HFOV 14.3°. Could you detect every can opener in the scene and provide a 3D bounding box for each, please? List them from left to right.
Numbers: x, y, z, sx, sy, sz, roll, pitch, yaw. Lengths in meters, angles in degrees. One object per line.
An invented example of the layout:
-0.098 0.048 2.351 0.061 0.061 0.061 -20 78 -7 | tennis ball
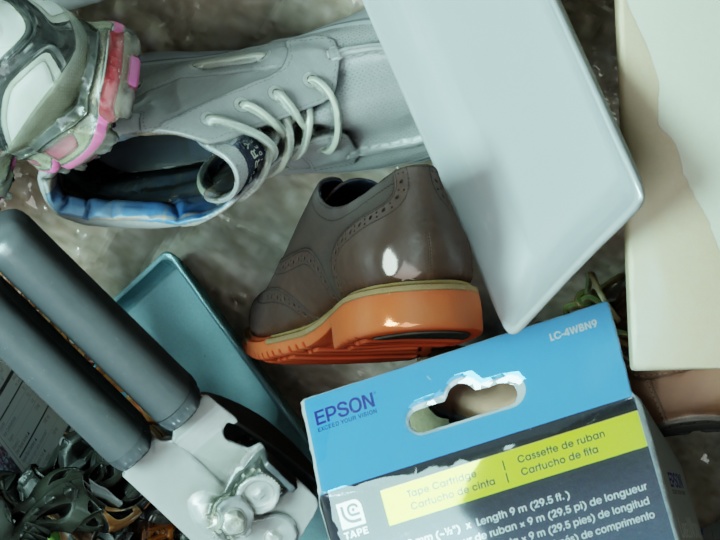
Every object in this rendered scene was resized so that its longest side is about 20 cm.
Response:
-0.094 0.052 1.190 0.053 0.067 0.200 -40 117 10 | can opener

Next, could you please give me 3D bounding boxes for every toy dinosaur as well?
-0.120 0.101 1.231 0.201 0.135 0.102 59 145 11 | toy dinosaur

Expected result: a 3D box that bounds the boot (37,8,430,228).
-0.033 -0.055 1.180 0.199 0.096 0.074 -9 115 17 | boot

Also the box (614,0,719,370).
0.142 -0.068 1.104 0.077 0.095 0.202 -1 97 13 | box

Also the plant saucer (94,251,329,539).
-0.045 0.089 1.269 0.070 0.019 0.200 -40 82 27 | plant saucer

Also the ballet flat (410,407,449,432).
-0.008 0.129 1.294 0.066 0.057 0.201 29 120 -5 | ballet flat

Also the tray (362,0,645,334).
0.052 -0.087 1.112 0.107 0.022 0.201 -50 57 51 | tray

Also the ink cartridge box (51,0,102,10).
-0.174 -0.157 1.175 0.199 0.067 0.116 -13 115 19 | ink cartridge box

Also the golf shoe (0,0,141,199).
-0.173 -0.063 1.160 0.092 0.073 0.200 20 149 -30 | golf shoe

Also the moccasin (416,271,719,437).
0.121 0.032 1.206 0.200 0.074 0.078 -3 103 18 | moccasin

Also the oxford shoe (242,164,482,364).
0.000 0.000 1.184 0.071 0.200 0.073 -1 84 -22 | oxford shoe

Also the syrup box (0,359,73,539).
-0.185 0.078 1.295 0.078 0.082 0.201 -26 110 24 | syrup box

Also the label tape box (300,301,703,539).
0.071 0.131 1.178 0.142 0.066 0.201 -18 77 16 | label tape box

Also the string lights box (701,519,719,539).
0.102 0.191 1.254 0.199 0.103 0.059 -30 108 13 | string lights box
